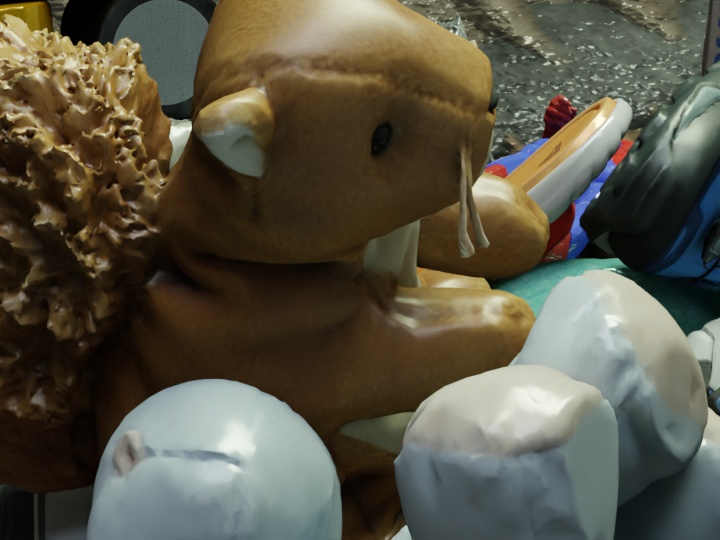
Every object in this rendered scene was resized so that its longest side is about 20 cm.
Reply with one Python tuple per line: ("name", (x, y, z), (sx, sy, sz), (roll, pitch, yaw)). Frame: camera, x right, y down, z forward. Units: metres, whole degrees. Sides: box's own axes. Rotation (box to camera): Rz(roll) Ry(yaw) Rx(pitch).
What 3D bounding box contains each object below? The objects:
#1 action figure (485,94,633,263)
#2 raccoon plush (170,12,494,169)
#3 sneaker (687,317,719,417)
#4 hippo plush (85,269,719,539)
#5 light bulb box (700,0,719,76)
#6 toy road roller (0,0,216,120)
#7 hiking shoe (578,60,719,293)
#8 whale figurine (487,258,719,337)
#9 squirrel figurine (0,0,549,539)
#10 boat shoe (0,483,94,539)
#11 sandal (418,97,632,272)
("action figure", (0.088, -0.033, 1.061), (0.065, 0.052, 0.200), (39, 14, 15))
("raccoon plush", (-0.014, -0.041, 1.124), (0.133, 0.097, 0.200), (-13, 3, 3))
("sneaker", (0.143, 0.033, 0.783), (0.077, 0.076, 0.200), (-41, 15, 3))
("hippo plush", (0.010, 0.101, 0.730), (0.160, 0.201, 0.159), (0, 1, 30))
("light bulb box", (0.284, -0.122, 1.186), (0.198, 0.125, 0.200), (-24, 41, -34))
("toy road roller", (-0.150, -0.130, 1.143), (0.199, 0.147, 0.123), (-10, 11, -11))
("hiking shoe", (0.144, -0.015, 0.911), (0.087, 0.075, 0.200), (42, 19, 24))
("whale figurine", (0.097, 0.031, 0.959), (0.158, 0.104, 0.200), (18, 34, 25))
("squirrel figurine", (-0.043, -0.008, 0.802), (0.199, 0.187, 0.142), (9, 50, 8))
("boat shoe", (-0.110, 0.089, 0.903), (0.066, 0.070, 0.200), (-22, 39, 2))
("sandal", (0.001, -0.002, 0.948), (0.059, 0.207, 0.079), (47, 12, -3))
